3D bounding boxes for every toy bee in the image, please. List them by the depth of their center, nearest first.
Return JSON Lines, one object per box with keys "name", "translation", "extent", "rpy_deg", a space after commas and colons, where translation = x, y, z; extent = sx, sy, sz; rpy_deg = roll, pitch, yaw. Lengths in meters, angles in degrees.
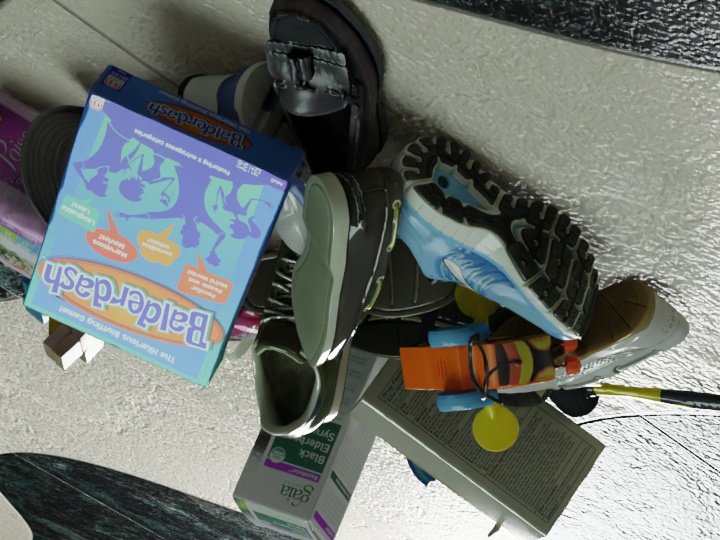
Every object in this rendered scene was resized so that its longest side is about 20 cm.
{"name": "toy bee", "translation": [0.108, 0.077, 1.431], "extent": [0.108, 0.131, 0.200], "rpy_deg": [-7, -158, -16]}

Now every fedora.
{"name": "fedora", "translation": [-0.158, -0.063, 1.454], "extent": [0.090, 0.177, 0.200], "rpy_deg": [-32, 114, 29]}

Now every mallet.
{"name": "mallet", "translation": [0.249, 0.109, 1.575], "extent": [0.200, 0.041, 0.066], "rpy_deg": [9, 157, 22]}

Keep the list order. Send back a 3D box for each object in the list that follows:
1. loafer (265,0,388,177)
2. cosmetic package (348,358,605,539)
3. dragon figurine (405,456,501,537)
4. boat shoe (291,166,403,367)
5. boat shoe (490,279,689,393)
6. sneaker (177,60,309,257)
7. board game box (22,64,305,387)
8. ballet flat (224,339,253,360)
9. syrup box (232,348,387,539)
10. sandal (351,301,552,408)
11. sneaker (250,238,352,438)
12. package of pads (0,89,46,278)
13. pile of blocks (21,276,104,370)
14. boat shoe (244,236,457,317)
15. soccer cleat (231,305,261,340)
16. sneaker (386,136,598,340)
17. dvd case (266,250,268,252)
{"name": "loafer", "translation": [-0.023, -0.117, 1.277], "extent": [0.072, 0.063, 0.200], "rpy_deg": [15, 157, 19]}
{"name": "cosmetic package", "translation": [0.101, 0.140, 1.644], "extent": [0.200, 0.104, 0.073], "rpy_deg": [37, 162, 2]}
{"name": "dragon figurine", "translation": [0.083, 0.169, 1.737], "extent": [0.099, 0.200, 0.059], "rpy_deg": [-31, 151, 31]}
{"name": "boat shoe", "translation": [-0.009, 0.001, 1.355], "extent": [0.060, 0.072, 0.201], "rpy_deg": [-15, 148, -19]}
{"name": "boat shoe", "translation": [0.174, 0.066, 1.480], "extent": [0.069, 0.071, 0.200], "rpy_deg": [27, 151, -30]}
{"name": "sneaker", "translation": [-0.077, -0.086, 1.400], "extent": [0.115, 0.081, 0.200], "rpy_deg": [11, 149, 37]}
{"name": "board game box", "translation": [-0.143, -0.028, 1.336], "extent": [0.152, 0.045, 0.200], "rpy_deg": [24, 126, 0]}
{"name": "ballet flat", "translation": [-0.085, 0.054, 1.671], "extent": [0.200, 0.064, 0.067], "rpy_deg": [6, 153, 36]}
{"name": "syrup box", "translation": [-0.035, 0.143, 1.708], "extent": [0.079, 0.200, 0.081], "rpy_deg": [15, 157, 22]}
{"name": "sandal", "translation": [0.074, 0.054, 1.588], "extent": [0.201, 0.080, 0.057], "rpy_deg": [21, -175, 12]}
{"name": "sneaker", "translation": [-0.046, 0.041, 1.476], "extent": [0.067, 0.201, 0.090], "rpy_deg": [11, -162, 21]}
{"name": "package of pads", "translation": [-0.251, -0.054, 1.545], "extent": [0.200, 0.121, 0.076], "rpy_deg": [31, 137, -2]}
{"name": "pile of blocks", "translation": [-0.255, 0.000, 1.611], "extent": [0.082, 0.200, 0.062], "rpy_deg": [2, 149, 1]}
{"name": "boat shoe", "translation": [0.000, 0.000, 1.538], "extent": [0.200, 0.072, 0.068], "rpy_deg": [1, -175, 25]}
{"name": "soccer cleat", "translation": [-0.144, 0.034, 1.646], "extent": [0.200, 0.070, 0.087], "rpy_deg": [20, 123, 27]}
{"name": "sneaker", "translation": [0.090, -0.018, 1.370], "extent": [0.200, 0.078, 0.090], "rpy_deg": [39, 144, -15]}
{"name": "dvd case", "translation": [-0.138, -0.009, 1.698], "extent": [0.200, 0.025, 0.150], "rpy_deg": [37, 155, -29]}
